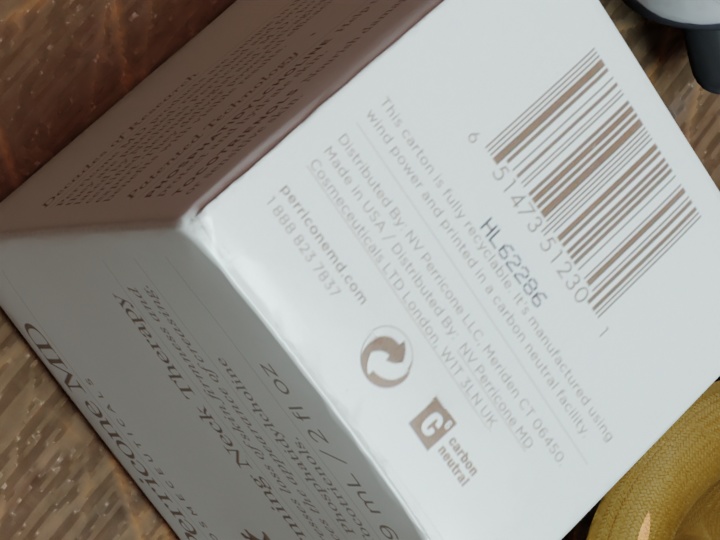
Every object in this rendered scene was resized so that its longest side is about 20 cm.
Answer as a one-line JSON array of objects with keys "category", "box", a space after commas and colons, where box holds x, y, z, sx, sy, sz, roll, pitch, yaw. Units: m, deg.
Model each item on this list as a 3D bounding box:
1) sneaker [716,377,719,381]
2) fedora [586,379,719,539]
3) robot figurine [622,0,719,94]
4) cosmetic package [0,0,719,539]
[{"category": "sneaker", "box": [0.213, -0.030, 1.064, 0.073, 0.082, 0.200, 43, 69, -19]}, {"category": "fedora", "box": [0.150, 0.132, 1.027, 0.201, 0.082, 0.201, 1, 88, -34]}, {"category": "robot figurine", "box": [0.149, -0.174, 0.996, 0.150, 0.125, 0.200, -26, 119, -22]}, {"category": "cosmetic package", "box": [0.000, 0.000, 0.878, 0.166, 0.200, 0.167, -43, 108, -23]}]
